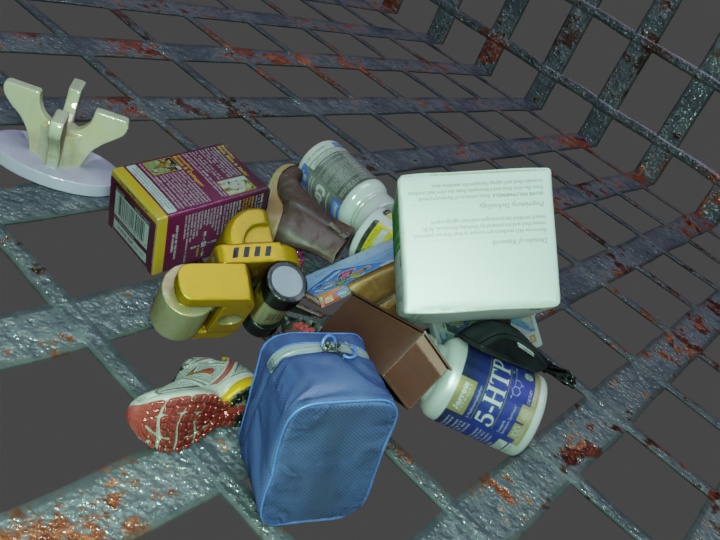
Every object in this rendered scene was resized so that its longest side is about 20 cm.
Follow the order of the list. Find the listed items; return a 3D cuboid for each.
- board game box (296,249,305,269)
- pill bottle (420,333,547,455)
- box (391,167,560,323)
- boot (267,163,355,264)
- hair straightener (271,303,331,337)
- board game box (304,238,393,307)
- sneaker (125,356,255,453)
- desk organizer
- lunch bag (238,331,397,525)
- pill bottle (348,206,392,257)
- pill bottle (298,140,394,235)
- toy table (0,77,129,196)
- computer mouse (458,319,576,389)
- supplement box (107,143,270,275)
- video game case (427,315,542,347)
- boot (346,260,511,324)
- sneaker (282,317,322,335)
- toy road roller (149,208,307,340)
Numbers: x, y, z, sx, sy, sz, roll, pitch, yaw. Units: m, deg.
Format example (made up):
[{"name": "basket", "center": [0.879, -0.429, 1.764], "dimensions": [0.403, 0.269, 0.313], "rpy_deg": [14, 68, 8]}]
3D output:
[{"name": "board game box", "center": [-0.189, -0.085, 1.414], "dimensions": [0.197, 0.026, 0.201], "rpy_deg": [19, 28, -18]}, {"name": "pill bottle", "center": [0.149, 0.164, 1.184], "dimensions": [0.197, 0.121, 0.120], "rpy_deg": [24, 27, -5]}, {"name": "box", "center": [0.142, -0.024, 1.110], "dimensions": [0.196, 0.175, 0.199], "rpy_deg": [-4, -7, -1]}, {"name": "boot", "center": [-0.086, -0.092, 1.406], "dimensions": [0.164, 0.073, 0.201], "rpy_deg": [23, 38, 4]}, {"name": "hair straightener", "center": [-0.108, 0.076, 1.196], "dimensions": [0.197, 0.041, 0.078], "rpy_deg": [26, 52, -15]}, {"name": "board game box", "center": [0.000, 0.000, 1.309], "dimensions": [0.197, 0.020, 0.103], "rpy_deg": [-24, 22, -23]}, {"name": "sneaker", "center": [-0.193, 0.146, 0.966], "dimensions": [0.082, 0.079, 0.199], "rpy_deg": [35, 18, 24]}, {"name": "desk organizer", "center": [0.025, 0.102, 1.116], "dimensions": [0.072, 0.077, 0.199], "rpy_deg": [53, -14, -28]}, {"name": "lunch bag", "center": [-0.054, 0.158, 0.922], "dimensions": [0.134, 0.203, 0.133], "rpy_deg": [4, 31, -28]}, {"name": "pill bottle", "center": [0.086, -0.010, 1.441], "dimensions": [0.199, 0.113, 0.111], "rpy_deg": [35, 28, 16]}, {"name": "pill bottle", "center": [-0.021, -0.142, 1.572], "dimensions": [0.113, 0.115, 0.200], "rpy_deg": [-5, 41, -46]}, {"name": "toy table", "center": [-0.451, -0.206, 1.286], "dimensions": [0.197, 0.118, 0.185], "rpy_deg": [12, 30, -26]}, {"name": "computer mouse", "center": [0.208, 0.099, 1.191], "dimensions": [0.198, 0.047, 0.140], "rpy_deg": [24, 4, -28]}, {"name": "supplement box", "center": [-0.252, -0.095, 1.248], "dimensions": [0.198, 0.104, 0.131], "rpy_deg": [-20, 51, -39]}, {"name": "video game case", "center": [0.181, 0.049, 1.312], "dimensions": [0.180, 0.204, 0.022], "rpy_deg": [-18, 2, -23]}, {"name": "boot", "center": [0.104, 0.049, 1.238], "dimensions": [0.190, 0.198, 0.068], "rpy_deg": [57, -5, -16]}, {"name": "sneaker", "center": [-0.053, 0.136, 1.080], "dimensions": [0.200, 0.098, 0.071], "rpy_deg": [37, -14, 42]}, {"name": "toy road roller", "center": [-0.173, 0.002, 1.096], "dimensions": [0.197, 0.123, 0.148], "rpy_deg": [-3, 65, -28]}]
